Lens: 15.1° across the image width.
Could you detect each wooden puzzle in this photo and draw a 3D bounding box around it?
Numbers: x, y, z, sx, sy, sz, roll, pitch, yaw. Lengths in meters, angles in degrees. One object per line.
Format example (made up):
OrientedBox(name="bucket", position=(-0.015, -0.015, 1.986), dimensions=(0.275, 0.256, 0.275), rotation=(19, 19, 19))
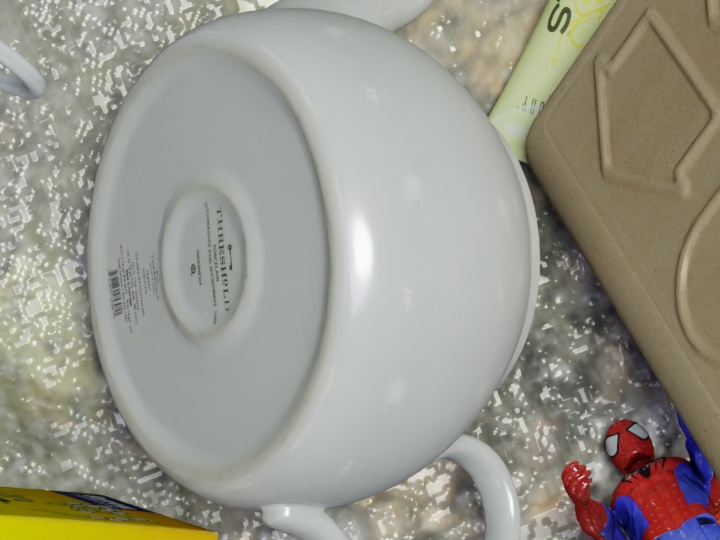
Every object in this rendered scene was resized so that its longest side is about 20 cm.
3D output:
OrientedBox(name="wooden puzzle", position=(0.150, -0.051, 0.968), dimensions=(0.046, 0.186, 0.201), rotation=(7, 128, -33))

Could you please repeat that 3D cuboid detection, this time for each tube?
OrientedBox(name="tube", position=(0.116, -0.130, 1.074), dimensions=(0.052, 0.058, 0.201), rotation=(23, 91, -21))

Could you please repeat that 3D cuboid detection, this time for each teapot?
OrientedBox(name="teapot", position=(0.000, 0.000, 1.021), dimensions=(0.145, 0.197, 0.201), rotation=(1, 123, -39))

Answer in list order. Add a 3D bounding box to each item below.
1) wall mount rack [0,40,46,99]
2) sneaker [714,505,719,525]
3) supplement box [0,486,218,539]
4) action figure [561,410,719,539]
OrientedBox(name="wall mount rack", position=(-0.219, -0.084, 1.002), dimensions=(0.199, 0.174, 0.075), rotation=(30, 77, -2))
OrientedBox(name="sneaker", position=(0.142, 0.141, 1.060), dimensions=(0.073, 0.077, 0.200), rotation=(42, 80, -1))
OrientedBox(name="supplement box", position=(-0.167, 0.135, 0.993), dimensions=(0.199, 0.109, 0.110), rotation=(6, 90, -29))
OrientedBox(name="action figure", position=(0.116, 0.090, 0.998), dimensions=(0.065, 0.200, 0.099), rotation=(-28, 116, 1))
